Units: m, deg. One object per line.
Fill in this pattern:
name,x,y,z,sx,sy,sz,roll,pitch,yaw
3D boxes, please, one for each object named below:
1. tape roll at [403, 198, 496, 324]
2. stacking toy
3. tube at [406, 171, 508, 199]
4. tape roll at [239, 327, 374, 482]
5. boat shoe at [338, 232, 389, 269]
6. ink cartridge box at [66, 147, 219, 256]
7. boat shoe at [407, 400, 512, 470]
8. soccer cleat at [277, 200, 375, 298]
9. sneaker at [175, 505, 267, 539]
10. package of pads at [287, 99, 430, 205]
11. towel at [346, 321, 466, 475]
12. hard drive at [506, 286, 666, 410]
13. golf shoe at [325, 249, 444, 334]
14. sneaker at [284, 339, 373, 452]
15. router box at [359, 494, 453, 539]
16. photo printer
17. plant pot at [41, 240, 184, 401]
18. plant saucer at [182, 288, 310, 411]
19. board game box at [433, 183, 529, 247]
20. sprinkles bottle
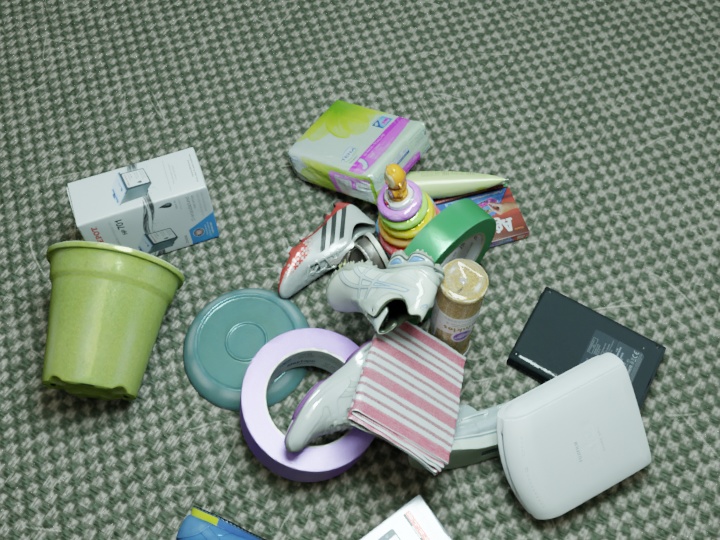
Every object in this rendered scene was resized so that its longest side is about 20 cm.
tape roll,0.117,-0.010,1.148,0.200,0.201,0.048,-40,67,-21
stacking toy,0.065,-0.095,1.176,0.109,0.200,0.117,-29,61,-1
tube,0.143,-0.142,1.296,0.196,0.052,0.059,-4,46,5
tape roll,-0.069,0.186,1.094,0.197,0.066,0.203,5,63,-10
boat shoe,0.000,0.000,1.146,0.059,0.200,0.073,-27,82,-10
ink cartridge box,-0.333,-0.092,1.223,0.197,0.147,0.087,-20,64,-11
boat shoe,0.155,0.224,1.096,0.197,0.071,0.072,-10,56,-13
soccer cleat,-0.053,-0.027,1.235,0.084,0.069,0.200,28,59,20
sneaker,-0.150,0.371,0.998,0.197,0.066,0.079,15,68,23
package of pads,-0.007,-0.197,1.302,0.198,0.069,0.155,22,60,36
towel,0.064,0.152,1.030,0.145,0.030,0.201,33,41,-11
hard drive,0.335,0.125,1.169,0.198,0.033,0.140,28,64,15
golf shoe,0.017,0.039,1.036,0.078,0.198,0.098,36,55,-31
sneaker,-0.013,0.177,1.030,0.100,0.075,0.199,45,63,12
router box,0.063,0.421,0.989,0.178,0.049,0.201,-31,65,-17
photo printer,0.279,0.225,1.049,0.198,0.069,0.169,-23,104,-14
plant pot,-0.365,0.082,1.113,0.197,0.201,0.187,6,71,3
plant saucer,-0.170,0.111,1.178,0.196,0.028,0.203,0,61,0
board game box,0.168,-0.076,1.292,0.197,0.020,0.104,-15,62,-9
sprinkles bottle,0.132,0.064,1.105,0.067,0.201,0.069,1,58,-1
